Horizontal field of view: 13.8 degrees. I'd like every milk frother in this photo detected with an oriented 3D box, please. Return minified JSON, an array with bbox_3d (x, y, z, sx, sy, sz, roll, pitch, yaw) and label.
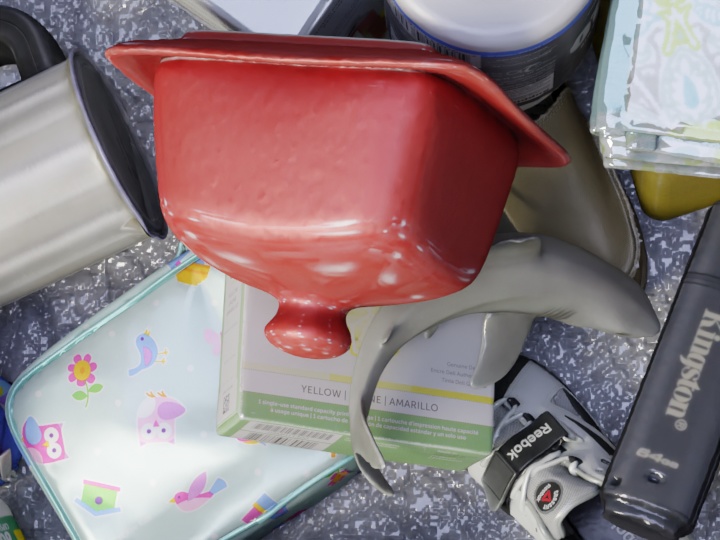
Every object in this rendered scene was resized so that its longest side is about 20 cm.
[{"bbox_3d":[-0.236,-0.065,1.631,0.188,0.200,0.181,-25,79,7],"label":"milk frother"}]

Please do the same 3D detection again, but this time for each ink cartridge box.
[{"bbox_3d":[-0.057,-0.168,1.606,0.145,0.200,0.084,34,90,10],"label":"ink cartridge box"},{"bbox_3d":[0.000,0.000,1.605,0.145,0.048,0.201,9,70,-18],"label":"ink cartridge box"}]

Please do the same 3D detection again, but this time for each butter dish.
[{"bbox_3d":[-0.016,-0.029,1.481,0.199,0.199,0.148,5,79,20],"label":"butter dish"}]

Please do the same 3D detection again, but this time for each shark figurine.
[{"bbox_3d":[0.057,0.016,1.548,0.214,0.089,0.128,-29,84,-30],"label":"shark figurine"}]

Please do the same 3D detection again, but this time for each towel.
[{"bbox_3d":[0.208,-0.139,1.459,0.170,0.048,0.201,9,88,7],"label":"towel"}]

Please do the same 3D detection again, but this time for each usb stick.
[{"bbox_3d":[0.183,0.051,1.600,0.055,0.033,0.201,22,67,4],"label":"usb stick"}]

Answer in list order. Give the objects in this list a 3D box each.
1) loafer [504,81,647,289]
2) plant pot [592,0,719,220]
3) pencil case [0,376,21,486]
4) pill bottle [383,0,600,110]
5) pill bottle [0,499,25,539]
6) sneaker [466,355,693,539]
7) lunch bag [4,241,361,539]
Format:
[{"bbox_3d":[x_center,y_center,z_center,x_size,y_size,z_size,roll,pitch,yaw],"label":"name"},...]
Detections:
[{"bbox_3d":[0.095,-0.064,1.640,0.076,0.067,0.201,-28,83,7],"label":"loafer"},{"bbox_3d":[0.210,-0.154,1.571,0.199,0.176,0.201,-17,84,9],"label":"plant pot"},{"bbox_3d":[-0.247,0.097,1.627,0.087,0.200,0.078,33,100,10],"label":"pencil case"},{"bbox_3d":[0.067,-0.145,1.516,0.113,0.200,0.114,0,81,2],"label":"pill bottle"},{"bbox_3d":[-0.204,0.237,1.652,0.113,0.113,0.201,-28,82,7],"label":"pill bottle"},{"bbox_3d":[0.104,0.108,1.621,0.200,0.088,0.074,40,96,11],"label":"sneaker"},{"bbox_3d":[-0.087,0.073,1.660,0.200,0.077,0.161,-34,81,6],"label":"lunch bag"}]
